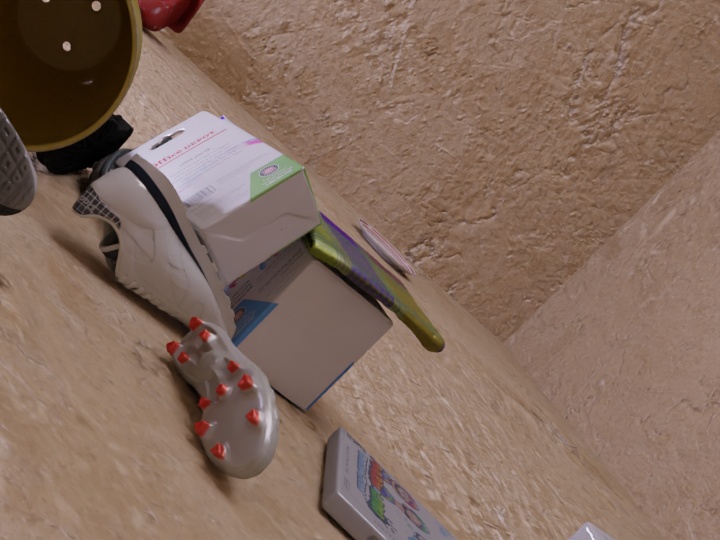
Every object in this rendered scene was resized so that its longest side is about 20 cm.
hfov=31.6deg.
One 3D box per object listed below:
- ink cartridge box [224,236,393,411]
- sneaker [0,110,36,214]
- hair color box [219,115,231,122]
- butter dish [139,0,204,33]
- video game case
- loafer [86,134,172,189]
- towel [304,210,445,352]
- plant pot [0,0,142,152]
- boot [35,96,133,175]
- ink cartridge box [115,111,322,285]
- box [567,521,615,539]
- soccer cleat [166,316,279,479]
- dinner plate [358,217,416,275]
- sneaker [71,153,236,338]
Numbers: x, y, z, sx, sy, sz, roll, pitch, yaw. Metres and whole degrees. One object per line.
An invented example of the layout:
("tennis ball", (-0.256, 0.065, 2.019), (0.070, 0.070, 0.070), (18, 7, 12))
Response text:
("ink cartridge box", (-0.082, 0.018, 1.304), (0.125, 0.129, 0.200), (40, 8, -36))
("sneaker", (-0.311, -0.120, 0.931), (0.200, 0.075, 0.087), (45, 2, -2))
("hair color box", (-0.186, -0.168, 2.123), (0.109, 0.065, 0.200), (41, 6, -37))
("butter dish", (-0.469, -0.608, 2.809), (0.199, 0.148, 0.200), (44, -36, -7))
("video game case", (0.038, 0.236, 1.153), (0.182, 0.024, 0.200), (45, 6, -6))
("loafer", (-0.245, -0.093, 1.333), (0.200, 0.063, 0.072), (-52, 124, -70))
("towel", (0.000, 0.000, 1.265), (0.200, 0.023, 0.144), (40, 10, -34))
("plant pot", (-0.276, -0.216, 1.123), (0.200, 0.200, 0.142), (44, 15, -8))
("boot", (-0.316, -0.175, 1.260), (0.158, 0.079, 0.211), (47, 1, -2))
("ink cartridge box", (-0.139, -0.075, 1.214), (0.200, 0.117, 0.067), (35, -28, 49))
("box", (0.197, 0.331, 0.894), (0.200, 0.171, 0.199), (41, 7, -32))
("soccer cleat", (-0.093, 0.102, 0.988), (0.078, 0.069, 0.200), (45, 3, -32))
("dinner plate", (0.060, -0.052, 3.127), (0.200, 0.024, 0.200), (44, 6, -5))
("sneaker", (-0.178, -0.004, 1.120), (0.076, 0.080, 0.200), (22, -35, 53))
